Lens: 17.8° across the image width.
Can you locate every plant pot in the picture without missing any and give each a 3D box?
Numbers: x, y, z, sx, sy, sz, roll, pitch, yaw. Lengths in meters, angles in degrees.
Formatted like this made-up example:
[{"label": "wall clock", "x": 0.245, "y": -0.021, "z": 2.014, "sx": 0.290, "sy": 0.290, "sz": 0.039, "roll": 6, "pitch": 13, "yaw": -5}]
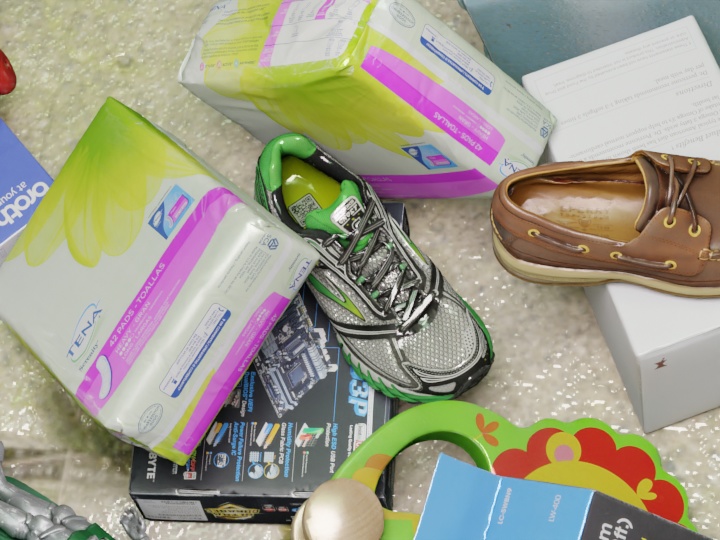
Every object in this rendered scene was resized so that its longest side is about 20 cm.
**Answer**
[{"label": "plant pot", "x": 0.152, "y": -0.222, "z": 1.446, "sx": 0.198, "sy": 0.196, "sz": 0.198, "roll": -20, "pitch": 63, "yaw": 10}]

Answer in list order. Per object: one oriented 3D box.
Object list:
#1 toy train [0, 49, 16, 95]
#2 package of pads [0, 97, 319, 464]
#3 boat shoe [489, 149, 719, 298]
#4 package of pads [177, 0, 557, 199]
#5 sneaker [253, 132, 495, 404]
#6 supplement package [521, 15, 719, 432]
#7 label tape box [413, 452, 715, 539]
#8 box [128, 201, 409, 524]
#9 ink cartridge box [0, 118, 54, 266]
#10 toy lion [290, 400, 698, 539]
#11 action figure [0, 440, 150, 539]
[{"label": "toy train", "x": -0.300, "y": -0.189, "z": 1.505, "sx": 0.084, "sy": 0.116, "sz": 0.201, "roll": -26, "pitch": 50, "yaw": 6}, {"label": "package of pads", "x": -0.129, "y": 0.007, "z": 1.360, "sx": 0.155, "sy": 0.068, "sz": 0.200, "roll": -56, "pitch": 40, "yaw": 5}, {"label": "boat shoe", "x": 0.169, "y": -0.030, "z": 1.278, "sx": 0.198, "sy": 0.068, "sz": 0.073, "roll": 0, "pitch": 65, "yaw": 10}, {"label": "package of pads", "x": -0.003, "y": -0.105, "z": 1.375, "sx": 0.199, "sy": 0.154, "sz": 0.069, "roll": 1, "pitch": 62, "yaw": 56}, {"label": "sneaker", "x": 0.000, "y": 0.000, "z": 1.359, "sx": 0.078, "sy": 0.085, "sz": 0.200, "roll": -41, "pitch": 67, "yaw": -13}, {"label": "supplement package", "x": 0.185, "y": -0.027, "z": 1.378, "sx": 0.116, "sy": 0.118, "sz": 0.201, "roll": -19, "pitch": 63, "yaw": -2}, {"label": "label tape box", "x": 0.120, "y": 0.198, "z": 1.242, "sx": 0.199, "sy": 0.063, "sz": 0.145, "roll": 23, "pitch": 75, "yaw": -20}, {"label": "box", "x": -0.053, "y": 0.054, "z": 1.413, "sx": 0.157, "sy": 0.046, "sz": 0.202, "roll": 0, "pitch": 64, "yaw": 8}, {"label": "ink cartridge box", "x": -0.289, "y": -0.010, "z": 1.478, "sx": 0.199, "sy": 0.044, "sz": 0.094, "roll": -38, "pitch": 66, "yaw": -12}, {"label": "toy lion", "x": 0.089, "y": 0.153, "z": 1.317, "sx": 0.192, "sy": 0.069, "sz": 0.200, "roll": -43, "pitch": 85, "yaw": -17}, {"label": "action figure", "x": -0.152, "y": 0.173, "z": 1.347, "sx": 0.199, "sy": 0.118, "sz": 0.055, "roll": 33, "pitch": 105, "yaw": 11}]
